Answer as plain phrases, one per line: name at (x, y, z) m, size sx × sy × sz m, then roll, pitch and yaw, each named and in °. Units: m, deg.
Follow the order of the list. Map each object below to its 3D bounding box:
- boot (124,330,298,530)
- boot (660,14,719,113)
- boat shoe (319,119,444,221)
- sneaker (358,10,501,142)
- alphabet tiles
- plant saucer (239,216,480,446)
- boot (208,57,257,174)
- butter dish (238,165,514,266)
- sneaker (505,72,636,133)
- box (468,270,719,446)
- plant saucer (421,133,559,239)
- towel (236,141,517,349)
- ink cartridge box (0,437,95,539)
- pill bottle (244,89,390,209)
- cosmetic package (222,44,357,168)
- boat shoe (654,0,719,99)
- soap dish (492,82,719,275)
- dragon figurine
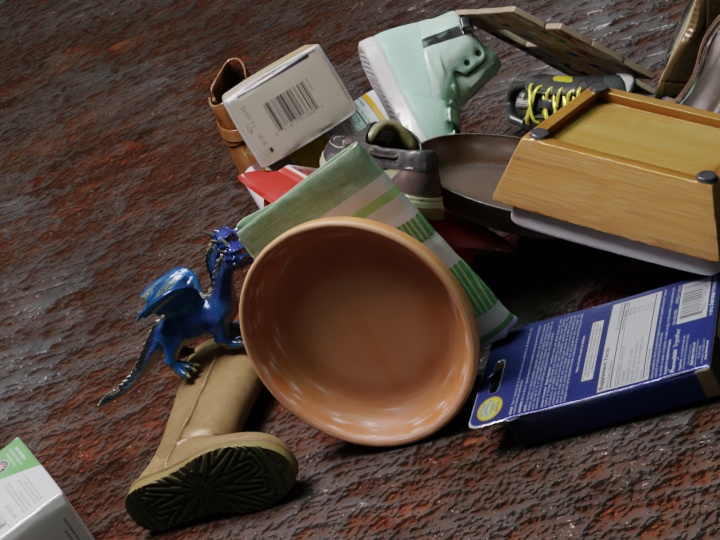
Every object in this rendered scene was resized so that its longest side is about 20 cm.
boot at (-0.107, 0.121, 1.679) m, size 0.174 × 0.066 × 0.200 m, roll -16°, pitch 30°, yaw 27°
boot at (0.327, -0.153, 1.675) m, size 0.200 × 0.075 × 0.097 m, roll -53°, pitch 38°, yaw 2°
boat shoe at (0.023, -0.092, 1.627) m, size 0.071 × 0.066 × 0.201 m, roll 8°, pitch 13°, yaw -21°
sneaker at (0.091, -0.145, 1.811) m, size 0.118 × 0.201 × 0.074 m, roll -24°, pitch -9°, yaw -7°
alphabet tiles at (0.186, -0.198, 1.776) m, size 0.008 × 0.166 × 0.200 m, roll -64°, pitch 16°, yaw -1°
plant saucer at (0.002, 0.045, 1.553) m, size 0.199 × 0.201 × 0.037 m, roll -16°, pitch 21°, yaw 27°
boot at (-0.101, -0.155, 2.032) m, size 0.073 × 0.155 × 0.200 m, roll -26°, pitch 27°, yaw 9°
butter dish at (0.000, 0.000, 1.702) m, size 0.198 × 0.149 × 0.200 m, roll 7°, pitch 13°, yaw -28°
sneaker at (0.185, -0.139, 1.754) m, size 0.084 × 0.075 × 0.200 m, roll 4°, pitch 1°, yaw -13°
box at (0.185, 0.070, 1.501) m, size 0.199 × 0.033 × 0.121 m, roll -16°, pitch 30°, yaw 26°
plant saucer at (0.140, -0.070, 1.686) m, size 0.199 × 0.032 × 0.200 m, roll 8°, pitch 22°, yaw -3°
towel at (0.012, 0.005, 1.570) m, size 0.152 × 0.200 × 0.023 m, roll -32°, pitch 18°, yaw 35°
ink cartridge box at (-0.331, 0.253, 1.662) m, size 0.200 × 0.088 × 0.145 m, roll -36°, pitch 27°, yaw -13°
pill bottle at (-0.005, -0.100, 1.893) m, size 0.199 × 0.110 × 0.109 m, roll -32°, pitch 27°, yaw -2°
cosmetic package at (-0.068, -0.154, 1.803) m, size 0.105 × 0.071 × 0.200 m, roll -31°, pitch 8°, yaw -2°
boat shoe at (0.318, -0.227, 1.746) m, size 0.201 × 0.073 × 0.065 m, roll -58°, pitch 12°, yaw 18°
soap dish at (0.227, -0.077, 1.557) m, size 0.199 × 0.082 × 0.157 m, roll 17°, pitch 33°, yaw 29°
dragon figurine at (-0.161, 0.036, 1.721) m, size 0.199 × 0.100 × 0.059 m, roll -27°, pitch 22°, yaw 10°
